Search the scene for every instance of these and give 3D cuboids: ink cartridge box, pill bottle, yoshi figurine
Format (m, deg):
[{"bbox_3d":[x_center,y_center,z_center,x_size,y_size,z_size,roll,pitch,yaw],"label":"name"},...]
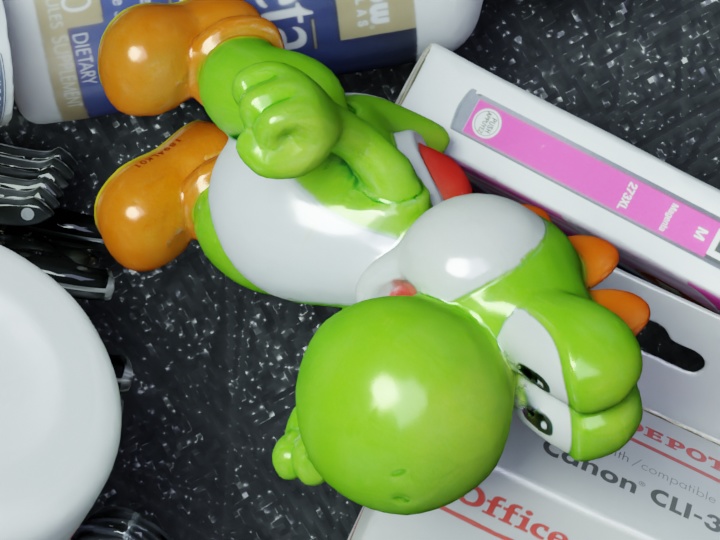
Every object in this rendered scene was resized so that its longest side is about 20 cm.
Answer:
[{"bbox_3d":[0.108,-0.007,0.913,0.199,0.095,0.037,26,86,19],"label":"ink cartridge box"},{"bbox_3d":[-0.157,0.084,0.876,0.112,0.200,0.113,17,48,-19],"label":"pill bottle"},{"bbox_3d":[-0.022,-0.117,0.936,0.199,0.111,0.112,-10,87,-2],"label":"pill bottle"},{"bbox_3d":[-0.011,0.002,0.823,0.200,0.112,0.112,34,93,37],"label":"yoshi figurine"},{"bbox_3d":[0.054,0.097,0.897,0.116,0.068,0.201,24,123,0],"label":"ink cartridge box"}]

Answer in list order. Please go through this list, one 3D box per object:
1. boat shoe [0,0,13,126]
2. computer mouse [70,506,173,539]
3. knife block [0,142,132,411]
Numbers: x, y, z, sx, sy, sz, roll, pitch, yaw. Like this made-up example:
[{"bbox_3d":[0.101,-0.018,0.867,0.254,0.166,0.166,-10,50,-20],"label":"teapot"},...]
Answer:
[{"bbox_3d":[-0.165,-0.119,0.908,0.065,0.074,0.200,-10,44,-18],"label":"boat shoe"},{"bbox_3d":[-0.057,0.153,0.902,0.058,0.201,0.034,9,44,31],"label":"computer mouse"},{"bbox_3d":[-0.178,0.014,0.943,0.199,0.064,0.176,-30,104,14],"label":"knife block"}]
